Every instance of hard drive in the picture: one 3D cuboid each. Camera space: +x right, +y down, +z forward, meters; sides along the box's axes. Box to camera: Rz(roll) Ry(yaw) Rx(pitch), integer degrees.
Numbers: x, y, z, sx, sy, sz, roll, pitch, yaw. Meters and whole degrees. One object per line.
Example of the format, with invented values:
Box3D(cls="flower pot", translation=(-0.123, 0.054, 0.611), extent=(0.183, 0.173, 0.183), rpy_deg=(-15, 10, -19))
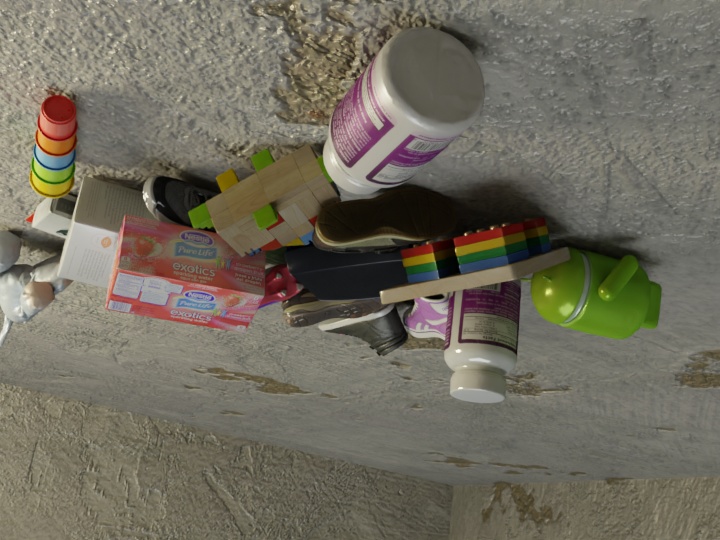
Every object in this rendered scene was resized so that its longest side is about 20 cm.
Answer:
Box3D(cls="hard drive", translation=(0.000, 0.000, 1.280), extent=(0.199, 0.043, 0.135), rpy_deg=(-7, 152, 22))

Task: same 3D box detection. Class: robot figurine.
Box3D(cls="robot figurine", translation=(0.337, 0.033, 1.256), extent=(0.199, 0.116, 0.175), rpy_deg=(13, 171, -14))

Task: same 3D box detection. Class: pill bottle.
Box3D(cls="pill bottle", translation=(0.033, -0.152, 0.882), extent=(0.112, 0.113, 0.200), rpy_deg=(15, 158, -19))
Box3D(cls="pill bottle", translation=(0.189, 0.098, 1.340), extent=(0.112, 0.201, 0.112), rpy_deg=(7, 160, 3))

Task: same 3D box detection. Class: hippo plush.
Box3D(cls="hippo plush", translation=(-0.610, -0.002, 1.532), extent=(0.200, 0.159, 0.161), rpy_deg=(-31, 108, 38))

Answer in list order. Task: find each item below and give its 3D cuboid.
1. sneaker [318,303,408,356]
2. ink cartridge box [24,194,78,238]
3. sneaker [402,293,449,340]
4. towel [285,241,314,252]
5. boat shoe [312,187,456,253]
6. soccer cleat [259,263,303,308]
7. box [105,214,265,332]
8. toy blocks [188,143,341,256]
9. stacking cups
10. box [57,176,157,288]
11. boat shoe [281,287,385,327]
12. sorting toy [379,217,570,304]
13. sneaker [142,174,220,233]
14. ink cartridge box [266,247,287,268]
Box3D(cls="sneaker", translation=(0.006, 0.117, 1.606), extent=(0.200, 0.071, 0.099), rpy_deg=(-14, 112, 45))
Box3D(cls="ink cartridge box", translation=(-0.433, -0.056, 1.405), extent=(0.199, 0.044, 0.173), rpy_deg=(21, 155, -31))
Box3D(cls="sneaker", translation=(0.117, 0.058, 1.498), extent=(0.114, 0.073, 0.200), rpy_deg=(53, 159, -18))
Box3D(cls="towel", translation=(0.001, -0.021, 1.343), extent=(0.200, 0.050, 0.147), rpy_deg=(25, 146, -38))
Box3D(cls="boat shoe", translation=(0.029, -0.063, 1.135), extent=(0.199, 0.074, 0.065), rpy_deg=(-4, 166, -22))
Box3D(cls="soccer cleat", translation=(-0.180, 0.036, 1.316), extent=(0.199, 0.067, 0.076), rpy_deg=(-18, -177, -23))
Box3D(cls="box", translation=(-0.238, 0.006, 1.185), extent=(0.199, 0.095, 0.103), rpy_deg=(11, 142, -19))
Box3D(cls="toy blocks", translation=(-0.100, -0.076, 1.117), extent=(0.199, 0.100, 0.137), rpy_deg=(-29, 152, 5))
Box3D(cls="stacking cups", translation=(-0.393, -0.161, 1.099), extent=(0.060, 0.061, 0.200), rpy_deg=(13, 156, -14))
Box3D(cls="box", translation=(-0.329, -0.039, 1.276), extent=(0.199, 0.098, 0.125), rpy_deg=(16, 134, -20))
Box3D(cls="boat shoe", translation=(-0.041, 0.042, 1.486), extent=(0.199, 0.074, 0.075), rpy_deg=(-8, 156, -18))
Box3D(cls="sorting toy", translation=(0.152, -0.019, 1.166), extent=(0.198, 0.070, 0.200), rpy_deg=(-12, -179, 34))
Box3D(cls="sneaker", translation=(-0.197, -0.089, 1.197), extent=(0.113, 0.076, 0.200), rpy_deg=(-15, 151, 34))
Box3D(cls="ink cartridge box", translation=(-0.180, -0.008, 1.439), extent=(0.145, 0.048, 0.200), rpy_deg=(20, 154, -31))
